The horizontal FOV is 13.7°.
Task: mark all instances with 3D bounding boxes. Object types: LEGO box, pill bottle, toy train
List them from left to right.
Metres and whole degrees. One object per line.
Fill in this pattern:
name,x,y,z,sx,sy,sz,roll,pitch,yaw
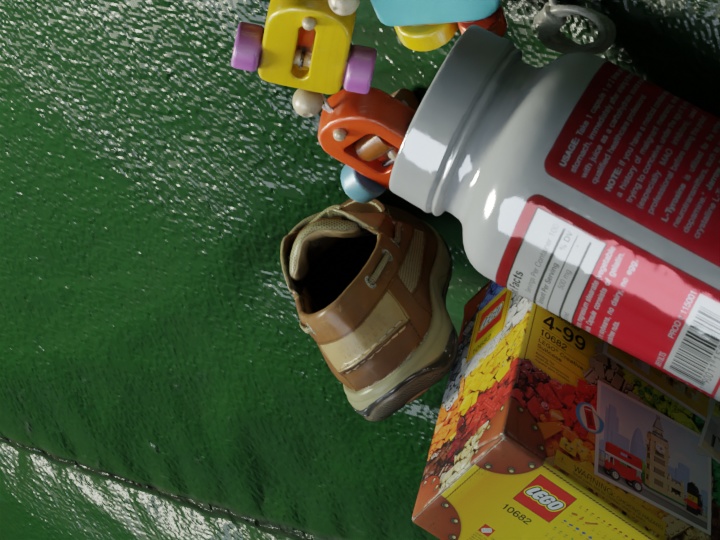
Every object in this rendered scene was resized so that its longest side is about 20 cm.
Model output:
toy train,0.027,-0.110,1.420,0.150,0.056,0.200,27,143,-23
pill bottle,0.119,-0.027,1.338,0.199,0.113,0.113,28,145,7
LEGO box,0.134,0.098,1.400,0.199,0.149,0.077,34,130,-15

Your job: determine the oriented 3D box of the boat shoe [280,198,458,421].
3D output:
boat shoe,0.000,0.000,1.473,0.074,0.076,0.200,48,-173,-20
